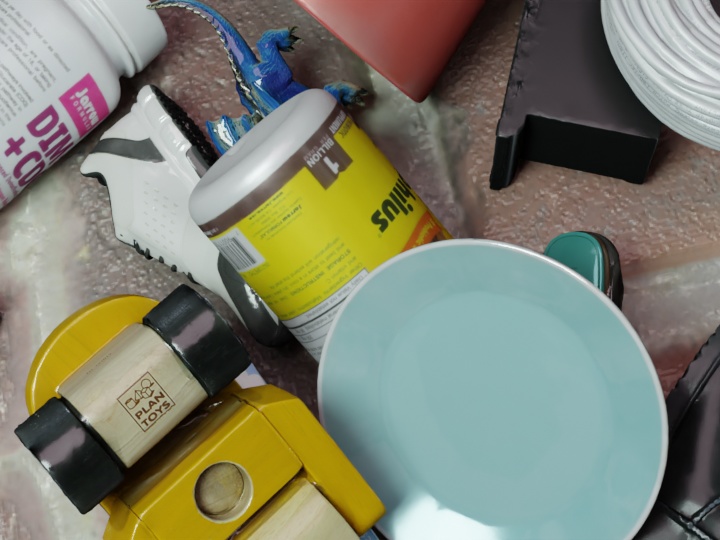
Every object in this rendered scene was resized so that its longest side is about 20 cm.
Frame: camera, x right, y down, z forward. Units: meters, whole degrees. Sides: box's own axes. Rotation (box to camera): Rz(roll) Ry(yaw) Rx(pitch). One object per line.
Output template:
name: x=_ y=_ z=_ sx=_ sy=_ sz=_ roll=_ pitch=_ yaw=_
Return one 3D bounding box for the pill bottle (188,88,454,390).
pill bottle: x=0.000 y=0.000 z=0.959 sx=0.109 sy=0.109 sz=0.200 roll=-44 pitch=104 yaw=-14

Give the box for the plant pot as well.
plant pot: x=0.019 y=-0.234 z=1.020 sx=0.200 sy=0.200 sz=0.178 roll=42 pitch=98 yaw=20

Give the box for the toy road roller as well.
toy road roller: x=-0.096 y=0.103 z=0.896 sx=0.123 sy=0.146 sz=0.200 roll=-42 pitch=106 yaw=-12

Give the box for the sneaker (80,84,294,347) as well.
sneaker: x=-0.106 y=-0.023 z=1.045 sx=0.080 sy=0.074 sz=0.200 roll=-39 pitch=64 yaw=6

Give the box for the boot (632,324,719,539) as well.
boot: x=0.232 y=0.137 z=0.932 sx=0.162 sy=0.073 sz=0.199 roll=32 pitch=80 yaw=20

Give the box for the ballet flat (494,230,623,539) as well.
ballet flat: x=0.126 y=0.076 z=0.964 sx=0.068 sy=0.068 sz=0.201 roll=6 pitch=72 yaw=26

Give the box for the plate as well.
plate: x=0.071 y=0.077 z=0.888 sx=0.199 sy=0.026 sz=0.202 roll=8 pitch=110 yaw=22

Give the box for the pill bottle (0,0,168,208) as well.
pill bottle: x=-0.229 y=-0.120 z=1.066 sx=0.200 sy=0.114 sz=0.113 roll=-43 pitch=69 yaw=-13

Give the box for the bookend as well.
bookend: x=0.199 y=-0.140 z=1.047 sx=0.199 sy=0.092 sz=0.200 roll=11 pitch=72 yaw=6

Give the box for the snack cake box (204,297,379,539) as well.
snack cake box: x=-0.079 y=0.131 z=0.966 sx=0.115 sy=0.067 sz=0.200 roll=-35 pitch=67 yaw=-8

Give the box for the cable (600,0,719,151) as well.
cable: x=0.241 y=-0.166 z=0.971 sx=0.200 sy=0.069 sz=0.200 roll=-42 pitch=76 yaw=-11

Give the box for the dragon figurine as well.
dragon figurine: x=-0.056 y=-0.098 z=1.035 sx=0.200 sy=0.059 sz=0.100 roll=41 pitch=41 yaw=-16
